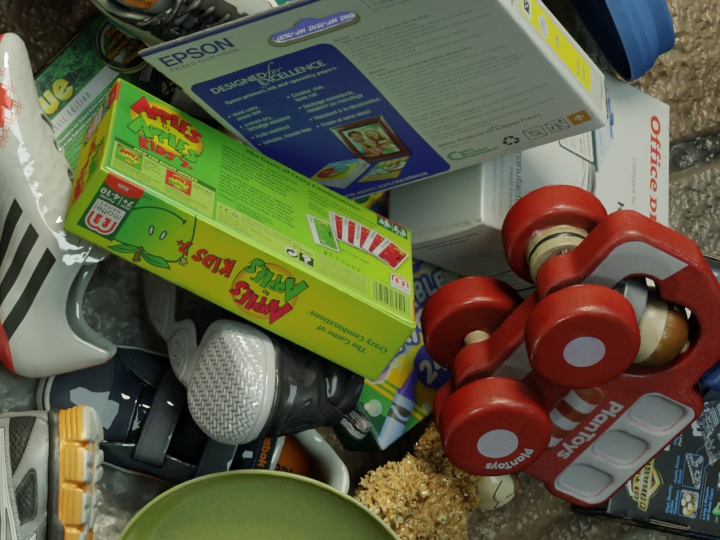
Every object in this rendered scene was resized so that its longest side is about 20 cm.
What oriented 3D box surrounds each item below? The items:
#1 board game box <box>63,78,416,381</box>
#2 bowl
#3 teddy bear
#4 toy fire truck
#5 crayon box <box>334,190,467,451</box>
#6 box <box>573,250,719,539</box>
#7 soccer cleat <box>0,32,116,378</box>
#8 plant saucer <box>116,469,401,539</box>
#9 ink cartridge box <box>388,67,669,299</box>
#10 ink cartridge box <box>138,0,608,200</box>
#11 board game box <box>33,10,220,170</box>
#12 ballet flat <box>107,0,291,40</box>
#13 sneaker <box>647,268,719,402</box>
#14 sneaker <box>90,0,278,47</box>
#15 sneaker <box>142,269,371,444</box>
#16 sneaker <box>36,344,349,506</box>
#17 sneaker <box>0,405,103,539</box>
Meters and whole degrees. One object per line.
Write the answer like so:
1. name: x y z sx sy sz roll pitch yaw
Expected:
1. board game box: -0.065 -0.023 1.100 0.199 0.048 0.102 27 29 -18
2. bowl: 0.148 -0.221 1.276 0.039 0.201 0.201 -28 101 3
3. teddy bear: 0.035 0.172 1.226 0.200 0.067 0.145 -35 125 -28
4. toy fire truck: 0.141 0.053 1.161 0.168 0.200 0.112 25 34 -27
5. crayon box: 0.000 0.000 1.250 0.126 0.052 0.200 -35 102 -28
6. box: 0.256 0.093 1.388 0.198 0.050 0.201 14 79 -27
7. soccer cleat: -0.181 -0.036 1.113 0.085 0.069 0.201 0 99 6
8. plant saucer: -0.054 0.200 1.151 0.200 0.200 0.031 53 20 -15
9. ink cartridge box: 0.114 -0.065 1.264 0.200 0.086 0.147 19 67 -42
10. ink cartridge box: 0.011 -0.116 1.093 0.200 0.197 0.047 42 42 -49
11. board game box: -0.132 -0.119 1.202 0.105 0.023 0.200 49 64 -18
12. ballet flat: -0.063 -0.172 1.193 0.199 0.072 0.072 1 84 -6
13. sneaker: 0.194 0.071 1.286 0.146 0.200 0.081 17 46 -35
14. sneaker: -0.113 -0.156 1.113 0.074 0.079 0.200 -43 123 17
15. sneaker: -0.059 0.030 1.161 0.113 0.076 0.200 12 37 -32
16. sneaker: -0.094 0.097 1.172 0.199 0.079 0.079 22 76 -25
17. sneaker: -0.195 0.176 1.116 0.077 0.078 0.201 5 88 0
